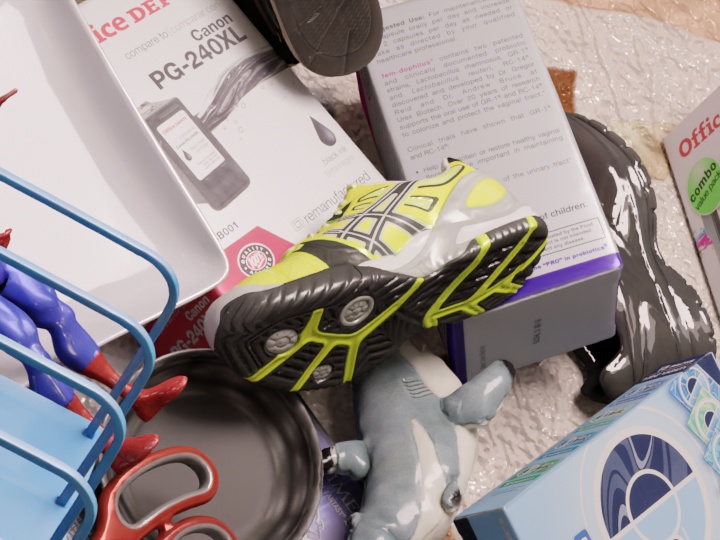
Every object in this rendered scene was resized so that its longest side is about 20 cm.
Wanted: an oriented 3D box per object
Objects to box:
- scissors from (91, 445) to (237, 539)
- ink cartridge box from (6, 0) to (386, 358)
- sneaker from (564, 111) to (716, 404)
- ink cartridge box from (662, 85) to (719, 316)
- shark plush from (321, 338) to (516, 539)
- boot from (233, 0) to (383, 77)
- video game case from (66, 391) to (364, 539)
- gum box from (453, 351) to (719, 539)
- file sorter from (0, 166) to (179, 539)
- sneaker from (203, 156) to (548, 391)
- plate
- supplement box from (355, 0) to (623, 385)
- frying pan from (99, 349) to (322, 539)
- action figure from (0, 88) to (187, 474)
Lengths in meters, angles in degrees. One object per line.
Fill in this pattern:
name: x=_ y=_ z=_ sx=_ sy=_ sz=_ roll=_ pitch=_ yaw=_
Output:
scissors: x=-0.132 y=0.141 z=0.910 sx=0.200 sy=0.014 sz=0.073 roll=-24 pitch=87 yaw=-41
ink cartridge box: x=-0.095 y=-0.057 z=1.096 sx=0.200 sy=0.083 sz=0.145 roll=50 pitch=49 yaw=3
sneaker: x=0.138 y=-0.009 z=1.228 sx=0.091 sy=0.076 sz=0.200 roll=-13 pitch=66 yaw=-29
ink cartridge box: x=0.315 y=-0.034 z=1.304 sx=0.146 sy=0.147 sz=0.201 roll=3 pitch=59 yaw=-31
shark plush: x=0.008 y=0.115 z=1.064 sx=0.083 sy=0.091 sz=0.200 roll=26 pitch=54 yaw=-1
boot: x=-0.052 y=-0.202 z=1.143 sx=0.073 sy=0.151 sz=0.201 roll=-22 pitch=97 yaw=-13
video game case: x=-0.071 y=0.148 z=1.024 sx=0.200 sy=0.019 sz=0.143 roll=-29 pitch=79 yaw=-42
gum box: x=0.161 y=0.163 z=1.117 sx=0.200 sy=0.044 sz=0.170 roll=-29 pitch=95 yaw=-42
file sorter: x=-0.165 y=0.065 z=0.794 sx=0.138 sy=0.123 sz=0.200 roll=29 pitch=35 yaw=-10
sneaker: x=0.000 y=0.000 z=1.036 sx=0.200 sy=0.076 sz=0.076 roll=-18 pitch=52 yaw=-34
plate: x=-0.194 y=-0.035 z=0.980 sx=0.200 sy=0.032 sz=0.200 roll=-29 pitch=85 yaw=-24
supplement box: x=0.070 y=-0.053 z=1.163 sx=0.103 sy=0.101 sz=0.201 roll=-18 pitch=66 yaw=-4
frying pan: x=-0.089 y=0.127 z=0.984 sx=0.115 sy=0.031 sz=0.190 roll=30 pitch=63 yaw=-10
action figure: x=-0.151 y=-0.005 z=0.904 sx=0.200 sy=0.099 sz=0.065 roll=39 pitch=36 yaw=-15
